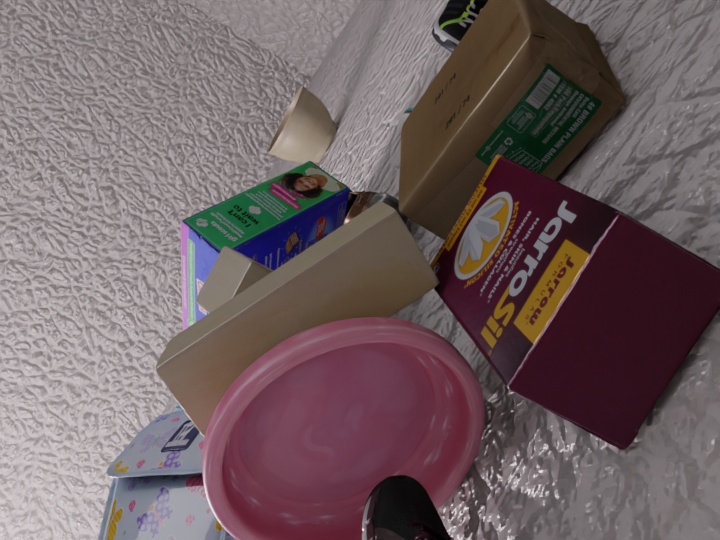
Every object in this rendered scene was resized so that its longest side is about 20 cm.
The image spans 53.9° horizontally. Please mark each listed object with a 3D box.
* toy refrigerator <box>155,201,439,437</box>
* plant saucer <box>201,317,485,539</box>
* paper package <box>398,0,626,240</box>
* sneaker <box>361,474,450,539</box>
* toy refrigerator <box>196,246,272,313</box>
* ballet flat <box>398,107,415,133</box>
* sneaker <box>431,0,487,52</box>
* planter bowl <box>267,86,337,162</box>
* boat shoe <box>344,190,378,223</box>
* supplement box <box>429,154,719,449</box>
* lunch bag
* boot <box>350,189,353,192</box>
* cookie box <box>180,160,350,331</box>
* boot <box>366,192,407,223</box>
[{"bbox_3d":[-0.045,0.034,0.526,0.199,0.070,0.076,-33,12,-1],"label":"toy refrigerator"},{"bbox_3d":[-0.012,0.114,0.498,0.201,0.200,0.051,-59,30,16],"label":"plant saucer"},{"bbox_3d":[0.127,-0.144,0.667,0.200,0.103,0.191,-52,19,34],"label":"paper package"},{"bbox_3d":[0.066,0.181,0.405,0.116,0.075,0.201,-50,29,24],"label":"sneaker"},{"bbox_3d":[-0.061,0.055,0.725,0.076,0.199,0.070,24,85,56],"label":"toy refrigerator"},{"bbox_3d":[0.080,-0.153,0.876,0.070,0.069,0.200,-61,-4,7],"label":"ballet flat"},{"bbox_3d":[0.155,-0.374,1.024,0.083,0.071,0.201,-50,20,37],"label":"sneaker"},{"bbox_3d":[-0.147,-0.377,1.921,0.201,0.134,0.201,-55,17,27],"label":"planter bowl"},{"bbox_3d":[-0.006,-0.094,1.087,0.076,0.071,0.200,-61,15,6],"label":"boat shoe"},{"bbox_3d":[0.123,0.005,0.458,0.111,0.085,0.200,-60,15,11],"label":"supplement box"},{"bbox_3d":[-0.155,0.223,0.677,0.168,0.127,0.201,-9,58,30],"label":"lunch bag"},{"bbox_3d":[-0.076,-0.042,1.224,0.168,0.076,0.201,-48,27,33],"label":"boot"},{"bbox_3d":[-0.113,-0.013,0.841,0.200,0.075,0.172,-34,-33,-41],"label":"cookie box"},{"bbox_3d":[-0.002,-0.001,0.887,0.201,0.072,0.182,-58,-2,1],"label":"boot"}]
